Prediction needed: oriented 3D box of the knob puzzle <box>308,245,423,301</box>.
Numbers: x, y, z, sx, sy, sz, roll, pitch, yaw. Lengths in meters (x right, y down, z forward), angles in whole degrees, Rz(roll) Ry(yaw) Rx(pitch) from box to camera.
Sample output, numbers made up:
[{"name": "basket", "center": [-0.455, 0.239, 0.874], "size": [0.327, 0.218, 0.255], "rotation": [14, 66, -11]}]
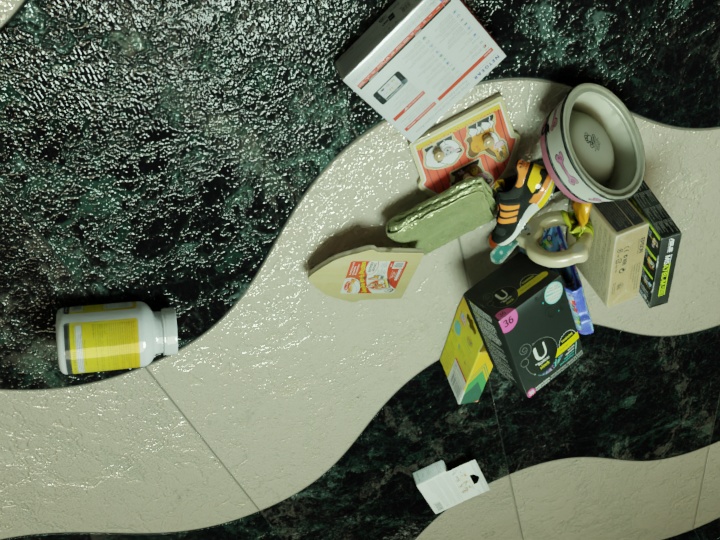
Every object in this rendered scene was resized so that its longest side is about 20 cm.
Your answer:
[{"name": "knob puzzle", "center": [0.000, 0.000, 1.437], "size": [0.214, 0.031, 0.221], "rotation": [-5, 152, -3]}]

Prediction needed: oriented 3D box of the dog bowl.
[{"name": "dog bowl", "center": [0.382, -0.203, 1.301], "size": [0.196, 0.205, 0.073], "rotation": [10, 161, -30]}]

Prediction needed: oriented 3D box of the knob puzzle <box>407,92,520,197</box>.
[{"name": "knob puzzle", "center": [0.191, -0.184, 1.352], "size": [0.214, 0.031, 0.223], "rotation": [-12, 136, -11]}]

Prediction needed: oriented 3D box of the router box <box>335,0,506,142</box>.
[{"name": "router box", "center": [0.091, -0.315, 1.167], "size": [0.199, 0.049, 0.178], "rotation": [-40, 134, 19]}]

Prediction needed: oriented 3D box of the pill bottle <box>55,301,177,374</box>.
[{"name": "pill bottle", "center": [-0.418, 0.113, 1.345], "size": [0.195, 0.113, 0.114], "rotation": [-4, 135, -17]}]

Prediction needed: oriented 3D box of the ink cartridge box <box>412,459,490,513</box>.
[{"name": "ink cartridge box", "center": [0.249, 0.574, 2.123], "size": [0.171, 0.044, 0.201], "rotation": [-26, 137, 3]}]

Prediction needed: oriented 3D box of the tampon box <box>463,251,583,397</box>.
[{"name": "tampon box", "center": [0.311, 0.101, 1.481], "size": [0.148, 0.126, 0.202], "rotation": [-34, 123, -11]}]

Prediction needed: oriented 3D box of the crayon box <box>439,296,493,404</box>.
[{"name": "crayon box", "center": [0.232, 0.169, 1.649], "size": [0.050, 0.128, 0.203], "rotation": [-4, 135, -17]}]

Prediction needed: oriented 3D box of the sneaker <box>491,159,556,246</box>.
[{"name": "sneaker", "center": [0.266, -0.124, 1.376], "size": [0.089, 0.071, 0.201], "rotation": [29, 145, -3]}]

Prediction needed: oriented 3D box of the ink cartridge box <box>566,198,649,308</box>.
[{"name": "ink cartridge box", "center": [0.465, -0.059, 1.486], "size": [0.074, 0.166, 0.202], "rotation": [-19, 138, -6]}]

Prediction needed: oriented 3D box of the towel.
[{"name": "towel", "center": [0.149, -0.094, 1.399], "size": [0.197, 0.037, 0.148], "rotation": [-29, 152, 11]}]

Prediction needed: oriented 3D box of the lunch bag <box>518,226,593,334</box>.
[{"name": "lunch bag", "center": [0.391, 0.025, 1.514], "size": [0.092, 0.202, 0.152], "rotation": [-24, 138, 5]}]

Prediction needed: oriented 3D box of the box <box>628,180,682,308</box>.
[{"name": "box", "center": [0.532, -0.066, 1.481], "size": [0.046, 0.202, 0.196], "rotation": [-14, 137, -3]}]

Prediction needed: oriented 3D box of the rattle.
[{"name": "rattle", "center": [0.319, -0.084, 1.419], "size": [0.196, 0.133, 0.143], "rotation": [9, 160, 24]}]

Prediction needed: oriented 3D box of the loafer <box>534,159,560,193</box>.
[{"name": "loafer", "center": [0.392, -0.176, 1.410], "size": [0.196, 0.070, 0.076], "rotation": [-23, 138, 1]}]
